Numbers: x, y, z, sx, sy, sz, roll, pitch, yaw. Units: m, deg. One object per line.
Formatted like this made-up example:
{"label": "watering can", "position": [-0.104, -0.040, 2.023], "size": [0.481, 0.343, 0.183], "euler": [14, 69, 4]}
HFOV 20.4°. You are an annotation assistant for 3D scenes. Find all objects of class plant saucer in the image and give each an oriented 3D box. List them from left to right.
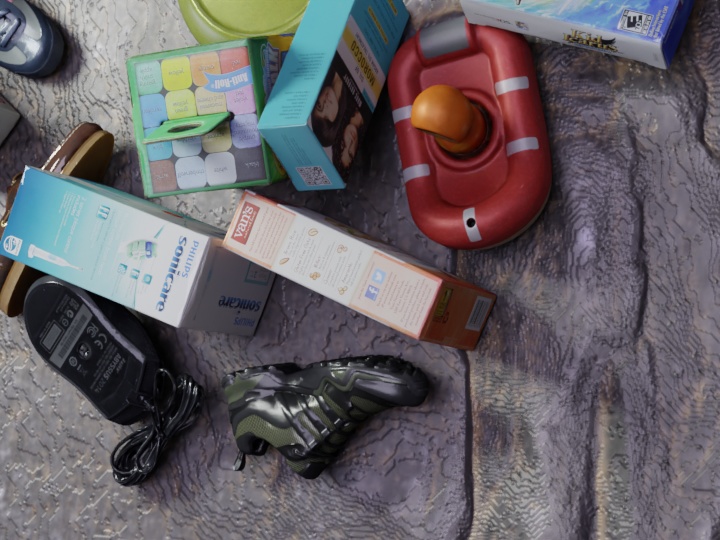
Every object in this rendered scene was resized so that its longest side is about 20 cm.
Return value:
{"label": "plant saucer", "position": [-0.087, -0.281, 1.805], "size": [0.198, 0.031, 0.202], "euler": [-3, 82, 23]}

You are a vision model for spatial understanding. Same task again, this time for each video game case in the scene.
{"label": "video game case", "position": [0.199, -0.280, 1.643], "size": [0.180, 0.045, 0.201], "euler": [16, 73, 24]}

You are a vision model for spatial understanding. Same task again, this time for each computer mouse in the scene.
{"label": "computer mouse", "position": [-0.225, 0.084, 1.806], "size": [0.200, 0.053, 0.139], "euler": [48, 120, 12]}

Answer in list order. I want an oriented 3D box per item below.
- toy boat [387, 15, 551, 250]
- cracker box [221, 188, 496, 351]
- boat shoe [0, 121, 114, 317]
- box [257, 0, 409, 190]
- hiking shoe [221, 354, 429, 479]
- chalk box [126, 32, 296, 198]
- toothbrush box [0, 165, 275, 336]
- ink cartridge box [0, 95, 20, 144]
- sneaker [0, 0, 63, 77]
{"label": "toy boat", "position": [0.081, -0.118, 1.660], "size": [0.130, 0.131, 0.202], "euler": [-14, 78, 21]}
{"label": "cracker box", "position": [0.000, 0.000, 1.679], "size": [0.199, 0.134, 0.058], "euler": [24, 94, 23]}
{"label": "boat shoe", "position": [-0.303, -0.057, 1.850], "size": [0.070, 0.070, 0.201], "euler": [35, 98, 18]}
{"label": "box", "position": [-0.020, -0.170, 1.684], "size": [0.049, 0.082, 0.201], "euler": [-1, 52, 29]}
{"label": "hiking shoe", "position": [-0.026, 0.127, 1.719], "size": [0.199, 0.076, 0.102], "euler": [-6, 90, 32]}
{"label": "chalk box", "position": [-0.116, -0.133, 1.697], "size": [0.123, 0.200, 0.125], "euler": [-5, 95, 22]}
{"label": "toothbrush box", "position": [-0.193, -0.015, 1.758], "size": [0.199, 0.146, 0.086], "euler": [22, 94, 24]}
{"label": "ink cartridge box", "position": [-0.438, -0.186, 1.882], "size": [0.200, 0.145, 0.084], "euler": [44, 101, 21]}
{"label": "sneaker", "position": [-0.369, -0.251, 1.895], "size": [0.199, 0.082, 0.070], "euler": [36, 98, 22]}
